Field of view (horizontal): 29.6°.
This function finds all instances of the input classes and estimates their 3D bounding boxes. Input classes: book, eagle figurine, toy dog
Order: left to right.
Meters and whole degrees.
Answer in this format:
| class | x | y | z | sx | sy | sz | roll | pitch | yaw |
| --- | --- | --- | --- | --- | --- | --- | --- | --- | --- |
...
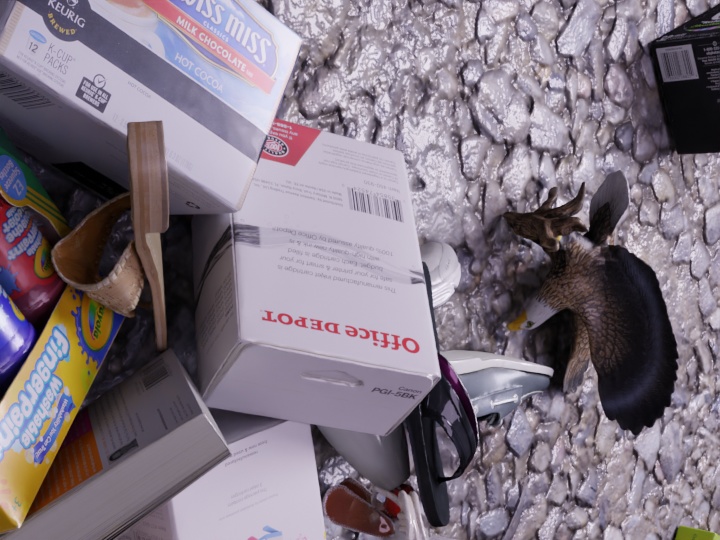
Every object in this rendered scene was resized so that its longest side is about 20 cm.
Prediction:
| class | x | y | z | sx | sy | sz | roll | pitch | yaw |
| --- | --- | --- | --- | --- | --- | --- | --- | --- | --- |
| book | -0.181 | 0.130 | 0.816 | 0.199 | 0.134 | 0.048 | -35 | 111 | -6 |
| toy dog | -0.009 | 0.150 | 1.043 | 0.132 | 0.096 | 0.201 | 73 | 5 | -67 |
| eagle figurine | 0.202 | 0.027 | 1.211 | 0.200 | 0.150 | 0.152 | 52 | 40 | -19 |

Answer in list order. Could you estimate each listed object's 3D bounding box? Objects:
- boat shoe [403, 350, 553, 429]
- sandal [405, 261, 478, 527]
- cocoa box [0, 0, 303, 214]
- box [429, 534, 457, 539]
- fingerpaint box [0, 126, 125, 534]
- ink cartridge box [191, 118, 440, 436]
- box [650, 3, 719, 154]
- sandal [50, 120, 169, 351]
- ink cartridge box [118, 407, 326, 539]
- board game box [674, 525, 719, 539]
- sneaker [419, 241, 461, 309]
| class | x | y | z | sx | sy | sz | roll | pitch | yaw |
| --- | --- | --- | --- | --- | --- | --- | --- | --- | --- |
| boat shoe | 0.096 | 0.101 | 1.146 | 0.199 | 0.072 | 0.062 | 7 | 91 | -54 |
| sandal | 0.060 | 0.094 | 1.015 | 0.075 | 0.048 | 0.202 | -25 | 110 | -77 |
| cocoa box | -0.161 | -0.137 | 0.862 | 0.200 | 0.133 | 0.132 | 33 | 69 | -38 |
| box | 0.082 | 0.330 | 1.179 | 0.041 | 0.039 | 0.201 | -23 | 108 | -40 |
| fingerpaint box | -0.233 | 0.030 | 0.792 | 0.167 | 0.073 | 0.201 | 60 | 26 | -27 |
| ink cartridge box | -0.037 | 0.001 | 0.934 | 0.146 | 0.083 | 0.201 | 13 | 49 | -24 |
| box | 0.417 | -0.210 | 1.369 | 0.199 | 0.148 | 0.125 | -30 | 111 | -36 |
| sandal | -0.153 | -0.018 | 0.825 | 0.069 | 0.212 | 0.078 | -3 | 60 | -10 |
| ink cartridge box | -0.107 | 0.202 | 0.940 | 0.125 | 0.128 | 0.202 | -18 | 106 | -41 |
| board game box | 0.344 | 0.380 | 1.413 | 0.101 | 0.047 | 0.201 | 36 | 70 | -37 |
| sneaker | 0.000 | 0.000 | 1.062 | 0.199 | 0.075 | 0.093 | -24 | 104 | -40 |
